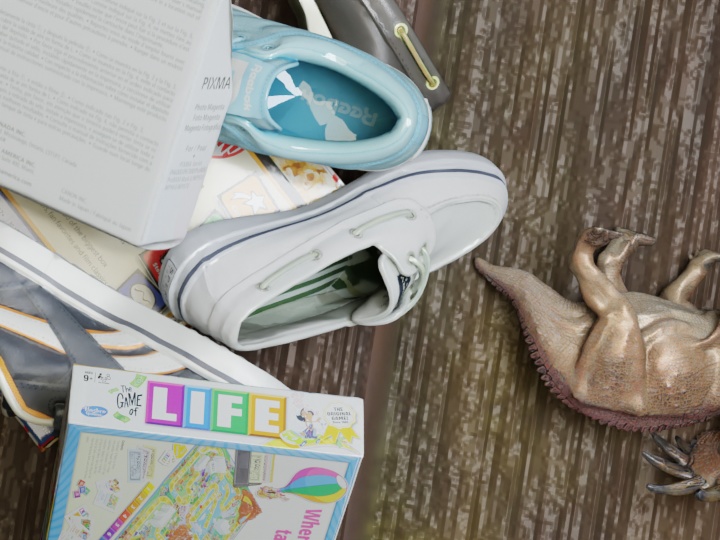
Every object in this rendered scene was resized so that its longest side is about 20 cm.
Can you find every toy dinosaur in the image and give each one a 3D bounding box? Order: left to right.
[{"bbox_3d":[0.147,0.053,1.413,0.199,0.086,0.136,15,94,-3],"label":"toy dinosaur"}]

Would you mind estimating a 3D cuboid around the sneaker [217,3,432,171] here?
[{"bbox_3d":[-0.062,-0.094,1.327,0.199,0.082,0.074,9,89,-1],"label":"sneaker"}]

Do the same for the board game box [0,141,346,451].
[{"bbox_3d":[-0.127,-0.032,1.387,0.200,0.046,0.152,-38,95,-7],"label":"board game box"}]

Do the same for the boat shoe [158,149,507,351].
[{"bbox_3d":[0.000,0.000,1.365,0.200,0.067,0.074,-20,136,-29],"label":"boat shoe"}]

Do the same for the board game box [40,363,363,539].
[{"bbox_3d":[-0.082,0.125,1.328,0.134,0.200,0.034,8,49,-9],"label":"board game box"}]

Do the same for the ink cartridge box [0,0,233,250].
[{"bbox_3d":[-0.129,-0.130,1.295,0.162,0.057,0.200,24,100,19],"label":"ink cartridge box"}]

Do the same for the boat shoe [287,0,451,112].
[{"bbox_3d":[-0.018,-0.163,1.394,0.060,0.072,0.202,-24,101,-5],"label":"boat shoe"}]

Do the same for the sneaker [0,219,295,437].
[{"bbox_3d":[-0.120,0.049,1.326,0.200,0.078,0.080,28,82,1],"label":"sneaker"}]
